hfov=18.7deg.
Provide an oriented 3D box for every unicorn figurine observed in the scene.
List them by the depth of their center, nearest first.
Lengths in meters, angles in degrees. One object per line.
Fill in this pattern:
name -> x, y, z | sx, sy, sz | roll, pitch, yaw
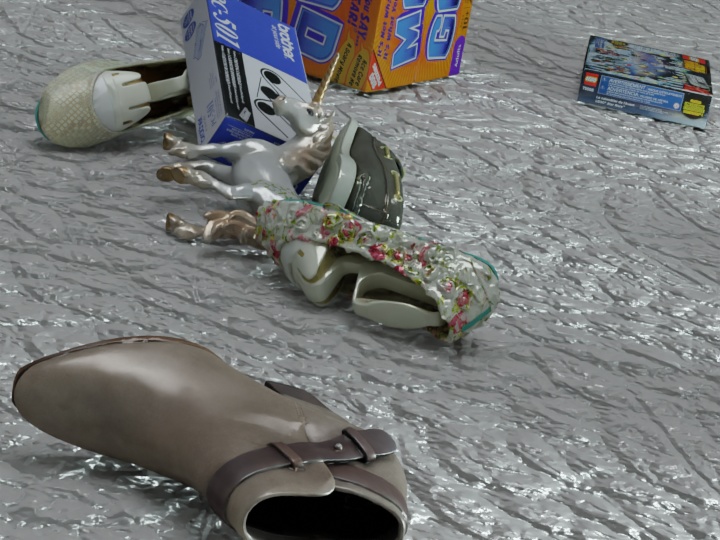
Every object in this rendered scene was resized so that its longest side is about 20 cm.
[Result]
unicorn figurine -> -0.080, -0.074, 1.639 | 0.137, 0.074, 0.200 | 4, 48, -14

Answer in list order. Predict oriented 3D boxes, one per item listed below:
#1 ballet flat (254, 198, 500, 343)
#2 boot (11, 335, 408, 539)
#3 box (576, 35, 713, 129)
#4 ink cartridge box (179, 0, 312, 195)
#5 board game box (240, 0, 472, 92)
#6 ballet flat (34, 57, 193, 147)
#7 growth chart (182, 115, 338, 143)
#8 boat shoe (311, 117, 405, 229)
ballet flat -> 0.000, 0.000, 1.487 | 0.200, 0.076, 0.064 | 15, 51, 29
boot -> -0.073, 0.096, 1.136 | 0.200, 0.070, 0.146 | 4, 21, -19
box -> 0.304, -0.203, 2.334 | 0.137, 0.040, 0.200 | 13, 17, 3
ink cartridge box -> -0.091, -0.149, 1.786 | 0.094, 0.044, 0.200 | 24, 30, -25
board game box -> -0.012, -0.309, 2.202 | 0.200, 0.200, 0.200 | 19, 19, 26
ballet flat -> -0.182, -0.148, 1.791 | 0.062, 0.068, 0.200 | -12, 8, 37
growth chart -> -0.100, -0.136, 1.921 | 0.200, 0.018, 0.145 | 28, 25, 38
boat shoe -> 0.001, -0.066, 1.682 | 0.060, 0.072, 0.202 | 23, 14, -6
